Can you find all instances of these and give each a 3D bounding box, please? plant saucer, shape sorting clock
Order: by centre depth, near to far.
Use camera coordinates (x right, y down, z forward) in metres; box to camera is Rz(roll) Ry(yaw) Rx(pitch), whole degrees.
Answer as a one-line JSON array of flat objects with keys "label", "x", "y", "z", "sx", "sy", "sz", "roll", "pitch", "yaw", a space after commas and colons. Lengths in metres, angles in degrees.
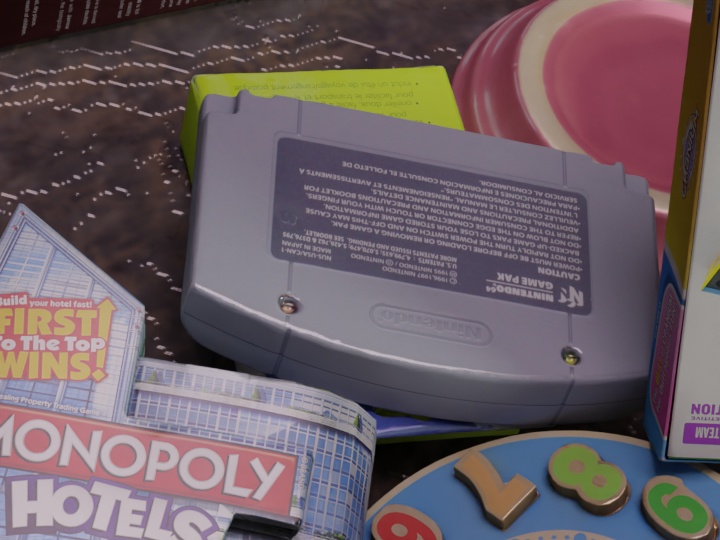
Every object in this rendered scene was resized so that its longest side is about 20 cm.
[{"label": "shape sorting clock", "x": 0.072, "y": 0.143, "z": 0.908, "sx": 0.198, "sy": 0.039, "sz": 0.201, "roll": -4, "pitch": 54, "yaw": 5}, {"label": "plant saucer", "x": 0.139, "y": -0.066, "z": 1.132, "sx": 0.199, "sy": 0.051, "sz": 0.202, "roll": 8, "pitch": 48, "yaw": -9}]

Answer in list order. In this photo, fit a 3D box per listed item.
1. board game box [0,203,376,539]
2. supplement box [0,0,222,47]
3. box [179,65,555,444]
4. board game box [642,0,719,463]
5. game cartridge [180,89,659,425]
[{"label": "board game box", "x": -0.095, "y": 0.081, "z": 0.900, "sx": 0.198, "sy": 0.062, "sz": 0.201, "roll": 9, "pitch": 62, "yaw": -2}, {"label": "supplement box", "x": -0.110, "y": -0.179, "z": 1.152, "sx": 0.199, "sy": 0.061, "sz": 0.109, "roll": -15, "pitch": 57, "yaw": -24}, {"label": "box", "x": 0.000, "y": 0.000, "z": 1.039, "sx": 0.121, "sy": 0.048, "sz": 0.201, "roll": -3, "pitch": 53, "yaw": -16}, {"label": "board game box", "x": 0.196, "y": -0.023, "z": 0.931, "sx": 0.152, "sy": 0.202, "sz": 0.040, "roll": 4, "pitch": 17, "yaw": -6}, {"label": "game cartridge", "x": 0.026, "y": -0.002, "z": 0.994, "sx": 0.198, "sy": 0.041, "sz": 0.134, "roll": 11, "pitch": 46, "yaw": -9}]
